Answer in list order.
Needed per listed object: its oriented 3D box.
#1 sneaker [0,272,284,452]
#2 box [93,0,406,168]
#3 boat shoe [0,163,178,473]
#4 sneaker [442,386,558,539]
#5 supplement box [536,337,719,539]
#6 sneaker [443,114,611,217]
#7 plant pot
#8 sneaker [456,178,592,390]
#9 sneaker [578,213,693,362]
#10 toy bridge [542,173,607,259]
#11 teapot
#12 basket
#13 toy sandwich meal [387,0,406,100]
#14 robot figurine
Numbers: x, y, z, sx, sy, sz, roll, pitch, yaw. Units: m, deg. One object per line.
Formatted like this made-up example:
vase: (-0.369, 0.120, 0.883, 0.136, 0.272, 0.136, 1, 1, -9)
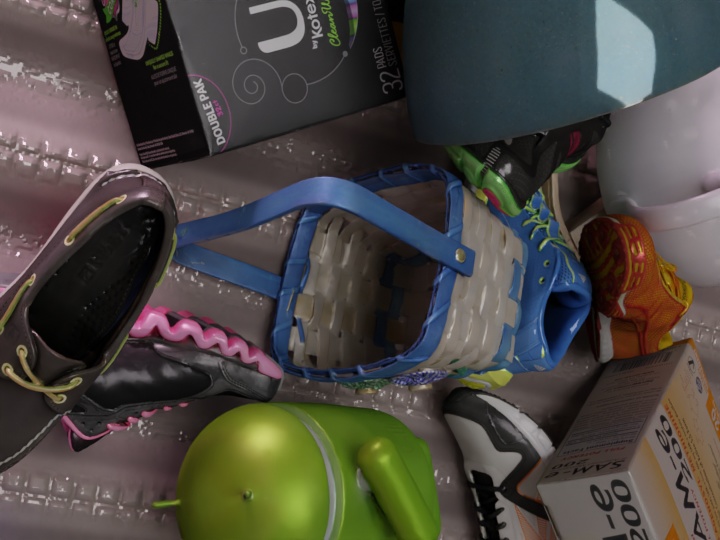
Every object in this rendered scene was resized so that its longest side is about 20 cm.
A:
sneaker: (-0.146, 0.066, 0.806, 0.197, 0.079, 0.097, 13, 90, -17)
box: (-0.080, -0.182, 0.814, 0.147, 0.124, 0.203, -20, 100, -28)
boat shoe: (-0.169, 0.033, 0.725, 0.071, 0.061, 0.202, 31, 95, -20)
sneaker: (0.113, 0.173, 0.946, 0.080, 0.074, 0.201, -39, 107, -20)
supplement box: (0.208, 0.152, 0.947, 0.200, 0.073, 0.127, -44, 113, -55)
sneaker: (0.115, -0.097, 0.861, 0.077, 0.084, 0.200, 44, 32, 4)
plant pot: (0.108, -0.171, 0.764, 0.199, 0.199, 0.136, -25, 107, -26)
sneaker: (0.124, -0.013, 0.921, 0.075, 0.104, 0.203, 26, 68, -45)
sneaker: (0.195, 0.007, 0.923, 0.076, 0.200, 0.074, -13, 70, 5)
toy bridge: (0.176, -0.036, 1.008, 0.067, 0.027, 0.202, -33, 105, -23)
teapot: (0.279, -0.083, 0.980, 0.196, 0.145, 0.202, 28, 67, -34)
basket: (0.000, 0.000, 0.828, 0.199, 0.175, 0.141, 27, 66, -33)
toy sandwich meal: (0.060, -0.211, 0.921, 0.203, 0.070, 0.208, 0, 89, -29)
robot figurine: (-0.032, 0.142, 0.823, 0.199, 0.174, 0.117, 12, 67, -51)
